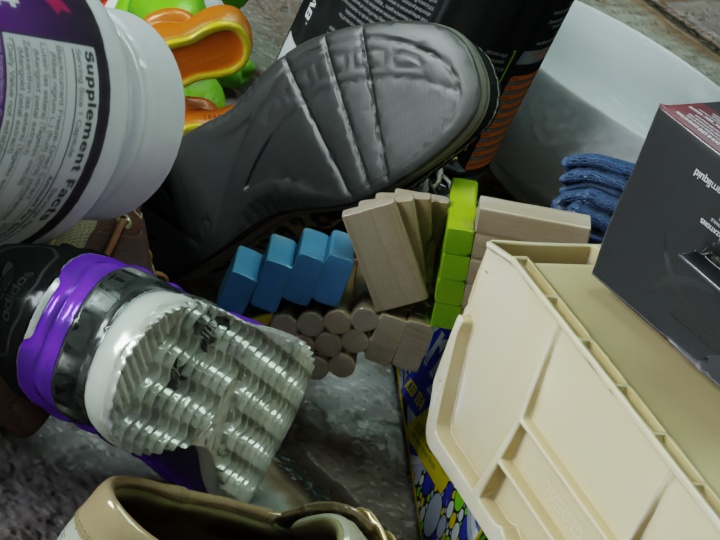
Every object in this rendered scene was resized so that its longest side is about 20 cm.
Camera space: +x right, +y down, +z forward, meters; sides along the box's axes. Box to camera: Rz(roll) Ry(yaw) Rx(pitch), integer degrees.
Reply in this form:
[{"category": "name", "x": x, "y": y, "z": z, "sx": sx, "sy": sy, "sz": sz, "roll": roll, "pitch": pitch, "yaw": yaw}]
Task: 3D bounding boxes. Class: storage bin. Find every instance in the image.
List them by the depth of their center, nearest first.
[{"category": "storage bin", "x": 0.153, "y": 0.076, "z": 0.896, "sx": 0.199, "sy": 0.094, "sz": 0.199, "roll": 2, "pitch": 32, "yaw": -28}]

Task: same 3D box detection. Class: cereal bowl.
[{"category": "cereal bowl", "x": 0.129, "y": -0.073, "z": 1.334, "sx": 0.199, "sy": 0.084, "sz": 0.200, "roll": 27, "pitch": 23, "yaw": -12}]

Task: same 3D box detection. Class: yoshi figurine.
[{"category": "yoshi figurine", "x": -0.083, "y": -0.137, "z": 1.244, "sx": 0.112, "sy": 0.113, "sz": 0.200, "roll": 29, "pitch": 19, "yaw": -32}]

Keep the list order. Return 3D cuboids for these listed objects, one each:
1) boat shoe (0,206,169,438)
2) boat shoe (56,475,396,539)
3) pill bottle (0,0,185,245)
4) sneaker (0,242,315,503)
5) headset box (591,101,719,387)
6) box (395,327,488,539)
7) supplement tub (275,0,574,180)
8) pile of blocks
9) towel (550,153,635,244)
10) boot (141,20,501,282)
[{"category": "boat shoe", "x": -0.118, "y": 0.005, "z": 0.992, "sx": 0.072, "sy": 0.072, "sz": 0.200, "roll": 46, "pitch": 23, "yaw": -9}, {"category": "boat shoe", "x": -0.017, "y": 0.118, "z": 0.869, "sx": 0.199, "sy": 0.067, "sz": 0.074, "roll": 12, "pitch": 30, "yaw": -29}, {"category": "pill bottle", "x": -0.152, "y": -0.063, "z": 0.860, "sx": 0.111, "sy": 0.112, "sz": 0.200, "roll": 41, "pitch": 19, "yaw": 26}, {"category": "sneaker", "x": -0.085, "y": 0.030, "z": 0.896, "sx": 0.099, "sy": 0.070, "sz": 0.200, "roll": 24, "pitch": -8, "yaw": 19}, {"category": "headset box", "x": 0.193, "y": 0.004, "z": 0.867, "sx": 0.199, "sy": 0.078, "sz": 0.149, "roll": -5, "pitch": 36, "yaw": -40}, {"category": "box", "x": 0.062, "y": 0.068, "z": 1.032, "sx": 0.064, "sy": 0.070, "sz": 0.200, "roll": 18, "pitch": 27, "yaw": -15}, {"category": "supplement tub", "x": 0.033, "y": -0.123, "z": 1.208, "sx": 0.122, "sy": 0.201, "sz": 0.123, "roll": 22, "pitch": 25, "yaw": -11}, {"category": "pile of blocks", "x": 0.000, "y": 0.000, "z": 1.006, "sx": 0.199, "sy": 0.083, "sz": 0.062, "roll": -12, "pitch": 26, "yaw": 10}, {"category": "towel", "x": 0.179, "y": 0.018, "z": 1.141, "sx": 0.200, "sy": 0.049, "sz": 0.111, "roll": 43, "pitch": -11, "yaw": -38}, {"category": "boot", "x": 0.011, "y": -0.049, "z": 1.080, "sx": 0.153, "sy": 0.203, "sz": 0.074, "roll": 2, "pitch": 68, "yaw": -50}]
